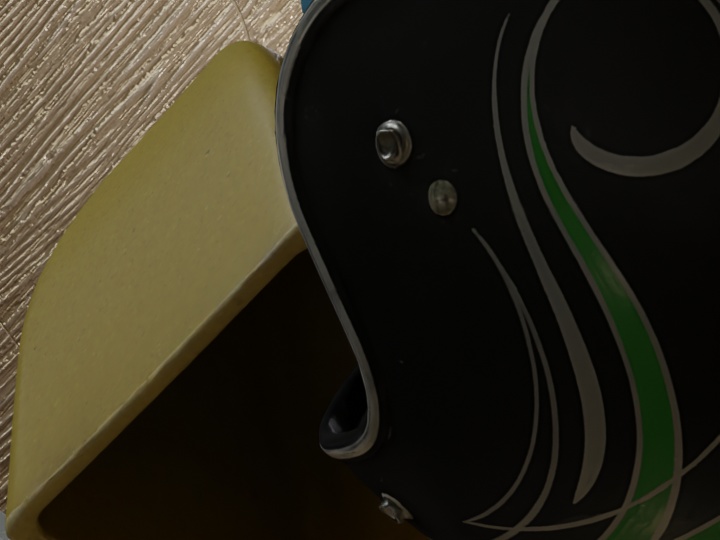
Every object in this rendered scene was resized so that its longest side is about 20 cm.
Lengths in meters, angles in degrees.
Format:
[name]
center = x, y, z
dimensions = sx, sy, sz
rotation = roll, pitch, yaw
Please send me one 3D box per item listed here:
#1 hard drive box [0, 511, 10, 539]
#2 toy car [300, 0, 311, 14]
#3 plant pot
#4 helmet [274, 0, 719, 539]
[hard drive box]
center = -0.239, 0.277, 0.961
dimensions = 0.077, 0.156, 0.200
rotation = 18, 57, 47
[toy car]
center = 0.078, -0.110, 0.955
dimensions = 0.199, 0.185, 0.177
rotation = -8, 6, -17
[plant pot]
center = -0.031, 0.014, 0.688
dimensions = 0.194, 0.195, 0.200
rotation = -44, 39, 22
[helmet]
center = 0.078, -0.010, 0.400
dimensions = 0.199, 0.192, 0.200
rotation = -12, 21, 4
